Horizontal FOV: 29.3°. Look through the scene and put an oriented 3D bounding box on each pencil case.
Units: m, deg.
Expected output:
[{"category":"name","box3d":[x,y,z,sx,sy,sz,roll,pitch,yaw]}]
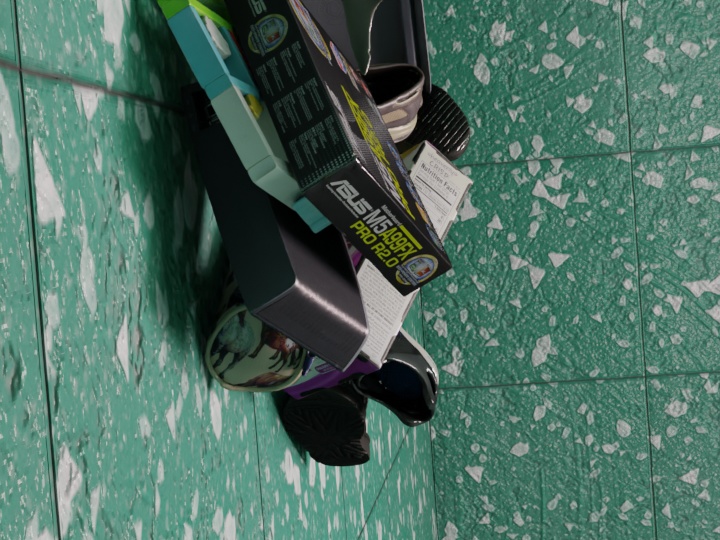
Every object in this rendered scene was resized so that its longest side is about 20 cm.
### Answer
[{"category":"pencil case","box3d":[-0.064,0.008,1.065,0.078,0.089,0.201,42,27,-20]}]

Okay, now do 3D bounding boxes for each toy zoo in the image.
[{"category":"toy zoo","box3d":[-0.073,-0.113,0.921,0.201,0.020,0.131,62,11,11]}]

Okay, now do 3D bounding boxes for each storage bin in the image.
[{"category":"storage bin","box3d":[-0.016,-0.268,1.285,0.146,0.133,0.202,-102,-176,-57]}]

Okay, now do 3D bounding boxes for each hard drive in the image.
[{"category":"hard drive","box3d":[-0.057,-0.037,0.964,0.135,0.042,0.201,38,26,-52]}]

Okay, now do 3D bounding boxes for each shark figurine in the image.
[{"category":"shark figurine","box3d":[-0.080,-0.231,1.046,0.214,0.090,0.128,25,13,-43]}]

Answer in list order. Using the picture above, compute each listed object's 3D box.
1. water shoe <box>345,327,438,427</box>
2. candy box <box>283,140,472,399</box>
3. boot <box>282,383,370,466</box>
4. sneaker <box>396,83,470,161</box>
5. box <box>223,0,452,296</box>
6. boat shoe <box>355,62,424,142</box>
[{"category":"water shoe","box3d":[-0.002,0.061,1.235,0.199,0.072,0.079,38,17,-17]},{"category":"candy box","box3d":[0.000,0.000,1.150,0.136,0.061,0.201,-26,-150,54]},{"category":"boot","box3d":[-0.030,0.091,1.355,0.211,0.079,0.159,83,8,-66]},{"category":"sneaker","box3d":[0.031,-0.143,1.359,0.074,0.199,0.089,-44,143,-23]},{"category":"box","box3d":[-0.017,-0.099,0.962,0.160,0.044,0.201,46,17,-52]},{"category":"boat shoe","box3d":[-0.023,-0.149,1.205,0.075,0.199,0.074,46,-47,25]}]
